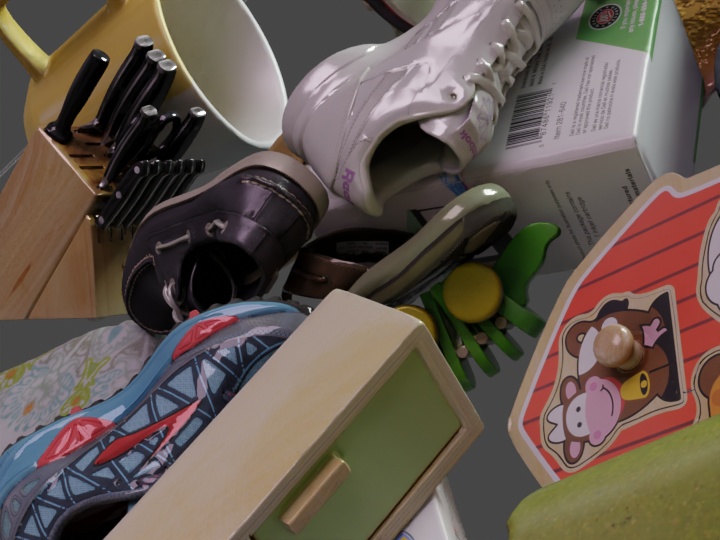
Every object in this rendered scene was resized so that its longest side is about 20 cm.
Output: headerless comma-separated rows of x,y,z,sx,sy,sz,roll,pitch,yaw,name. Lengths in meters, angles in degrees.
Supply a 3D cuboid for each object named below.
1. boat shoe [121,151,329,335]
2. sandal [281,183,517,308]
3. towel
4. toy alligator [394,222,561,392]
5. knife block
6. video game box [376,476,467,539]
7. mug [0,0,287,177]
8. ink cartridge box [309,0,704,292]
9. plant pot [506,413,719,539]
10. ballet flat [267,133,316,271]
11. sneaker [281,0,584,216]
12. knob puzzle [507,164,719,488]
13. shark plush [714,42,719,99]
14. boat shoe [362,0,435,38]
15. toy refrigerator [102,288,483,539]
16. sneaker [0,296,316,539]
-0.091,0.000,0.804,0.200,0.073,0.063,-33,23,52,boat shoe
0.001,-0.001,0.775,0.201,0.058,0.080,-37,-6,37,sandal
-0.206,0.121,0.852,0.199,0.048,0.172,-24,37,13,towel
0.030,0.048,0.758,0.199,0.059,0.055,-34,79,10,toy alligator
-0.188,-0.057,0.943,0.199,0.177,0.064,-3,1,36,knife block
-0.034,0.163,0.674,0.181,0.047,0.201,-26,36,6,video game box
-0.162,-0.137,1.021,0.152,0.188,0.149,-26,7,24,mug
0.082,-0.071,0.823,0.198,0.084,0.146,-10,41,28,ink cartridge box
0.150,0.119,0.483,0.183,0.200,0.201,-21,35,36,plant pot
-0.023,-0.068,0.920,0.063,0.069,0.201,9,52,25,ballet flat
0.059,-0.102,0.759,0.200,0.075,0.100,-38,50,1,sneaker
0.139,0.039,0.641,0.219,0.030,0.221,-28,50,37,knob puzzle
0.238,-0.186,0.837,0.090,0.084,0.201,-14,39,26,shark plush
0.035,-0.175,0.906,0.062,0.199,0.072,2,85,35,boat shoe
-0.038,0.109,0.636,0.200,0.076,0.070,-47,38,-20,toy refrigerator
-0.087,0.096,0.708,0.199,0.079,0.096,-35,43,9,sneaker
